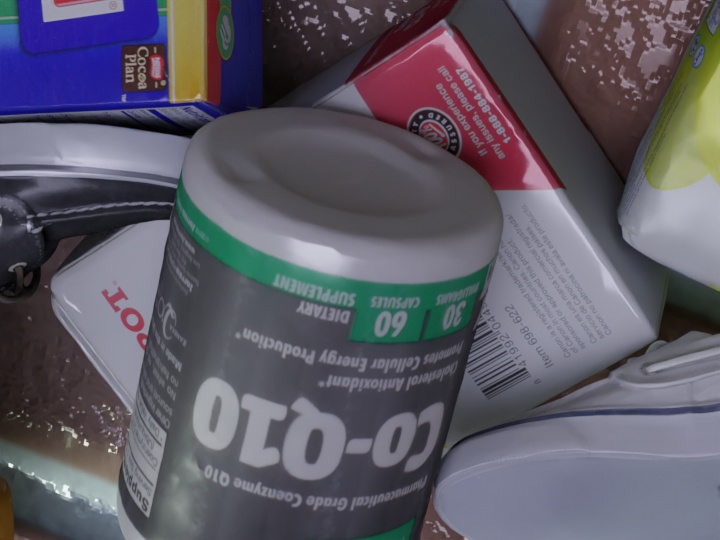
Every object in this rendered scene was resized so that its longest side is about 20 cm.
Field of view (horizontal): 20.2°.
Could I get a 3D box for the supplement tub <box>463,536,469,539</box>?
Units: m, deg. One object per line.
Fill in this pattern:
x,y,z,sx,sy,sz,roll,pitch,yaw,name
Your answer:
0.090,0.190,0.828,0.140,0.140,0.201,17,115,6,supplement tub

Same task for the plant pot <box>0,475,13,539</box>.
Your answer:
-0.243,0.053,0.835,0.199,0.200,0.185,3,97,12,plant pot

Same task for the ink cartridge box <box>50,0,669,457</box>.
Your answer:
0.000,0.000,0.801,0.199,0.083,0.145,-30,104,22,ink cartridge box

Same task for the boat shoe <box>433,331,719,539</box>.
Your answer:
0.124,0.057,0.733,0.199,0.066,0.074,-8,135,12,boat shoe

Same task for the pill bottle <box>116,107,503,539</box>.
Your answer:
-0.025,0.053,0.720,0.112,0.113,0.201,16,117,6,pill bottle

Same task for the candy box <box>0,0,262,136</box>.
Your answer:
-0.140,-0.135,0.752,0.199,0.077,0.170,-2,87,12,candy box

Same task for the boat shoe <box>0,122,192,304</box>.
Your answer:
-0.146,-0.017,0.735,0.199,0.070,0.067,0,86,-2,boat shoe

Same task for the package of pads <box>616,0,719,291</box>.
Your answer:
0.210,-0.041,0.743,0.199,0.068,0.155,25,115,2,package of pads
